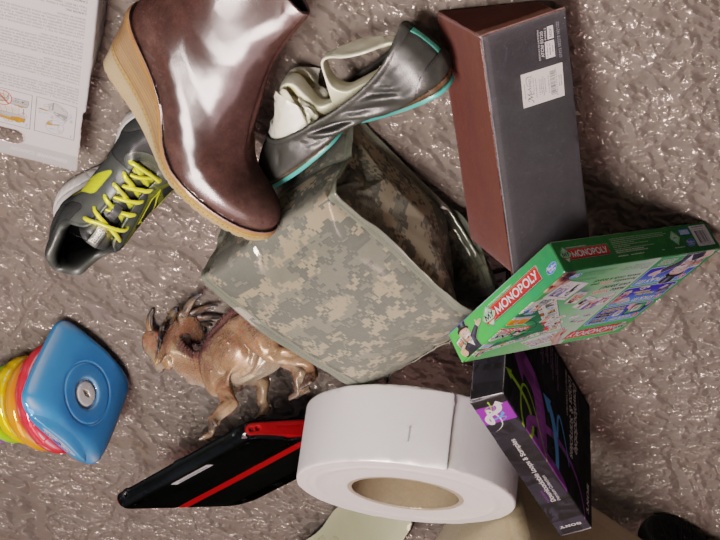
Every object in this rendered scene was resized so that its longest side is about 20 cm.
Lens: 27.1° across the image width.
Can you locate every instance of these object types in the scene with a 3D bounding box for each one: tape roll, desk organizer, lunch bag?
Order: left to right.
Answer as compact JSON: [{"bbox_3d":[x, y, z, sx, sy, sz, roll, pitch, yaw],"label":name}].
[{"bbox_3d":[0.000,0.000,1.239,0.163,0.118,0.200,-31,118,34],"label":"lunch bag"},{"bbox_3d":[0.044,0.168,1.338,0.200,0.071,0.203,8,157,3],"label":"tape roll"},{"bbox_3d":[0.117,-0.105,1.136,0.071,0.077,0.201,-20,120,-16],"label":"desk organizer"}]

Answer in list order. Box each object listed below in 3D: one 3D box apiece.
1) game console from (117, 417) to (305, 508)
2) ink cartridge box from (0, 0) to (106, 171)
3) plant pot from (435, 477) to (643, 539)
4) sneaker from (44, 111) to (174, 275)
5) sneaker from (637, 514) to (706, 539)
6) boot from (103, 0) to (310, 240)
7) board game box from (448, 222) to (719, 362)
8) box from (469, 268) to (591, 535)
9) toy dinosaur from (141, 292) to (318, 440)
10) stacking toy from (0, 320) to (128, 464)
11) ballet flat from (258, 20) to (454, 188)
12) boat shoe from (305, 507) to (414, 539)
[{"bbox_3d":[-0.114,0.186,1.454,0.199,0.031,0.176,-32,154,34],"label":"game console"},{"bbox_3d":[-0.284,-0.178,1.164,0.159,0.050,0.201,14,140,-4],"label":"ink cartridge box"},{"bbox_3d":[0.164,0.320,1.404,0.199,0.177,0.201,34,97,-3],"label":"plant pot"},{"bbox_3d":[-0.194,-0.060,1.236,0.074,0.085,0.200,32,132,-22],"label":"sneaker"},{"bbox_3d":[0.350,0.325,1.549,0.199,0.060,0.104,23,130,-18],"label":"sneaker"},{"bbox_3d":[-0.092,-0.137,1.109,0.166,0.072,0.200,-39,91,34],"label":"boot"},{"bbox_3d":[0.182,0.017,1.202,0.199,0.029,0.135,-7,153,-42],"label":"board game box"},{"bbox_3d":[0.154,0.117,1.312,0.036,0.144,0.201,-15,132,22],"label":"box"},{"bbox_3d":[-0.110,0.065,1.360,0.199,0.136,0.086,-27,172,8],"label":"toy dinosaur"},{"bbox_3d":[-0.338,0.129,1.461,0.199,0.110,0.116,-9,137,34],"label":"stacking toy"},{"bbox_3d":[-0.019,-0.134,1.146,0.199,0.068,0.069,-27,114,30],"label":"ballet flat"},{"bbox_3d":[-0.004,0.284,1.574,0.062,0.072,0.200,-9,155,-49],"label":"boat shoe"}]
